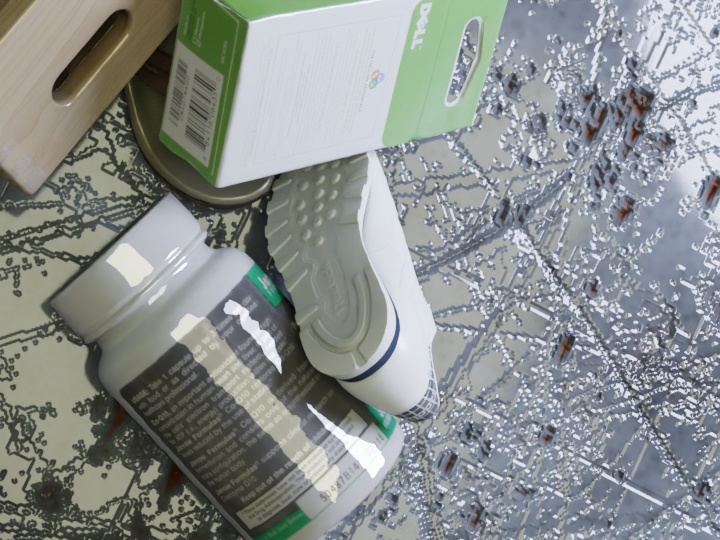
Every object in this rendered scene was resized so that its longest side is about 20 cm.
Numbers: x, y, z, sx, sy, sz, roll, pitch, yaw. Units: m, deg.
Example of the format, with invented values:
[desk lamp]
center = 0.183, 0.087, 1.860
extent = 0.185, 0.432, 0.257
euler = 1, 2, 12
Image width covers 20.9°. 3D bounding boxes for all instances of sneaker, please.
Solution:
[sneaker]
center = 0.000, 0.000, 1.140
extent = 0.076, 0.201, 0.080
euler = -31, 134, 24

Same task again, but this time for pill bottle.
[pill bottle]
center = -0.078, 0.060, 1.127
extent = 0.113, 0.113, 0.200
euler = -43, 97, -10

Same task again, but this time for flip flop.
[flip flop]
center = -0.104, -0.133, 1.156
extent = 0.081, 0.058, 0.201
euler = -15, 90, -14

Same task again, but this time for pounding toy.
[pounding toy]
center = -0.173, -0.159, 1.091
extent = 0.184, 0.142, 0.200
euler = 35, 80, 29

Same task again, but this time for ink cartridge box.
[ink cartridge box]
center = -0.013, -0.122, 1.112
extent = 0.199, 0.059, 0.104
euler = -16, 132, -39
